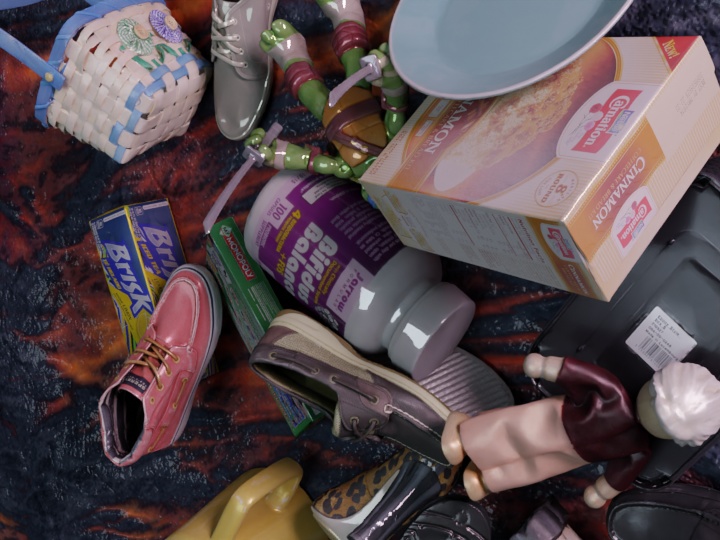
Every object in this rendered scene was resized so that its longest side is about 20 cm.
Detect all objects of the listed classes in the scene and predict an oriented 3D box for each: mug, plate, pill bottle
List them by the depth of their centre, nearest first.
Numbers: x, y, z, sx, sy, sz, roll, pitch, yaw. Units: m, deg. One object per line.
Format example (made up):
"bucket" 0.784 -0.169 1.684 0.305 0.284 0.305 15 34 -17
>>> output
"plate" 0.111 -0.192 0.643 0.197 0.026 0.203 3 59 37
"pill bottle" 0.000 0.000 0.789 0.199 0.112 0.113 39 122 23
"mug" -0.135 0.287 0.942 0.147 0.152 0.190 4 104 37

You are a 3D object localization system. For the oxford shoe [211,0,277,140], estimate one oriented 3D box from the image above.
"oxford shoe" -0.117 -0.221 0.856 0.074 0.057 0.203 26 118 27

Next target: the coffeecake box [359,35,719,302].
"coffeecake box" 0.118 -0.079 0.614 0.199 0.154 0.073 18 153 52

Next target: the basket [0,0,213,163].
"basket" -0.256 -0.213 0.896 0.198 0.177 0.140 33 123 4

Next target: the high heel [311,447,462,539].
"high heel" 0.028 0.207 0.872 0.072 0.142 0.200 49 161 -3

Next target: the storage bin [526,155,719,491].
"storage bin" 0.228 0.036 0.637 0.135 0.093 0.201 45 124 19

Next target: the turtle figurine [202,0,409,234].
"turtle figurine" -0.033 -0.146 0.729 0.145 0.197 0.196 -58 43 47

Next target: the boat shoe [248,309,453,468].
"boat shoe" -0.004 0.110 0.749 0.199 0.066 0.072 32 148 14

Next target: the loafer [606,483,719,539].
"loafer" 0.271 0.205 0.662 0.198 0.070 0.070 7 106 36

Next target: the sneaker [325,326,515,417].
"sneaker" 0.048 0.110 0.822 0.197 0.074 0.083 20 143 27

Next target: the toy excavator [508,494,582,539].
"toy excavator" 0.126 0.296 0.768 0.200 0.194 0.100 -46 72 6

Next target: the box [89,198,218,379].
"box" -0.225 0.029 0.995 0.063 0.070 0.204 -15 93 34

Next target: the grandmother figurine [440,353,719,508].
"grandmother figurine" 0.150 0.105 0.624 0.198 0.061 0.122 -20 116 36

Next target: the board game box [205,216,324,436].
"board game box" -0.093 0.060 0.884 0.202 0.029 0.135 60 164 8

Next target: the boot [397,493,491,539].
"boot" 0.060 0.261 0.785 0.072 0.162 0.202 19 100 8

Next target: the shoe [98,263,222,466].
"shoe" -0.199 0.095 0.904 0.070 0.091 0.203 21 104 14
